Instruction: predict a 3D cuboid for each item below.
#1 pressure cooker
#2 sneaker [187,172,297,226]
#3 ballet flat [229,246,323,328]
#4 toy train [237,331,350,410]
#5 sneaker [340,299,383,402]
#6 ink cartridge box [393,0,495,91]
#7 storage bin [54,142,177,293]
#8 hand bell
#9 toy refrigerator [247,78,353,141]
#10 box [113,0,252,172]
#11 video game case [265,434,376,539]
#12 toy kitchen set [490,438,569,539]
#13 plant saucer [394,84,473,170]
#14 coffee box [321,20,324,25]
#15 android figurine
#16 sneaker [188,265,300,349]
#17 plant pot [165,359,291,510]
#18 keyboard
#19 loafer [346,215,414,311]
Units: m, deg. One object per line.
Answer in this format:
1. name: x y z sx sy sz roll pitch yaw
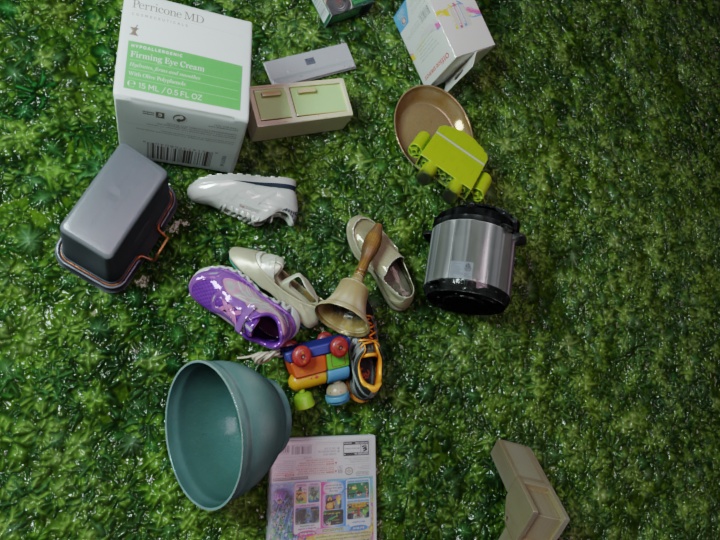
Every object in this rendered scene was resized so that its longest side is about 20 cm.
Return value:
1. pressure cooker: 0.216 -0.032 1.059 0.170 0.178 0.208 15 73 -16
2. sneaker: -0.201 -0.120 0.955 0.193 0.076 0.084 -1 88 -23
3. ballet flat: -0.137 0.015 0.950 0.199 0.069 0.070 43 65 -15
4. toy train: -0.107 0.182 0.928 0.193 0.084 0.121 -10 95 -25
5. sneaker: 0.007 0.130 0.986 0.075 0.077 0.208 -5 79 -22
6. ink cartridge box: 0.182 -0.502 1.178 0.123 0.128 0.206 -25 90 -26
7. storage bin: -0.362 -0.081 0.837 0.143 0.134 0.205 32 68 -13
8. hand bell: 0.000 0.000 0.967 0.102 0.104 0.205 29 61 -15
9. toy refrigerator: -0.117 -0.304 1.032 0.194 0.070 0.079 -14 84 -25
10. box: -0.283 -0.288 0.882 0.192 0.199 0.178 5 74 -21
11. video game case: -0.063 0.379 0.929 0.193 0.024 0.190 5 77 -24
12. toy kitchen set: 0.317 0.480 1.049 0.158 0.182 0.205 17 111 -15
13. plant saucer: 0.150 -0.290 1.166 0.193 0.035 0.209 5 77 -23
14. coffee box: -0.069 -0.621 1.138 0.121 0.044 0.205 -28 90 -26
15. android figurine: 0.183 -0.217 1.096 0.179 0.041 0.202 33 48 1
16. sneaker: -0.190 0.066 0.890 0.196 0.089 0.082 29 109 -9
17. plant pot: -0.187 0.232 0.829 0.132 0.196 0.208 0 76 -50
18. keyboard: -0.098 -0.411 1.099 0.195 0.011 0.058 -25 84 -27
19. loafer: 0.046 -0.020 1.041 0.075 0.068 0.203 -36 94 -26
